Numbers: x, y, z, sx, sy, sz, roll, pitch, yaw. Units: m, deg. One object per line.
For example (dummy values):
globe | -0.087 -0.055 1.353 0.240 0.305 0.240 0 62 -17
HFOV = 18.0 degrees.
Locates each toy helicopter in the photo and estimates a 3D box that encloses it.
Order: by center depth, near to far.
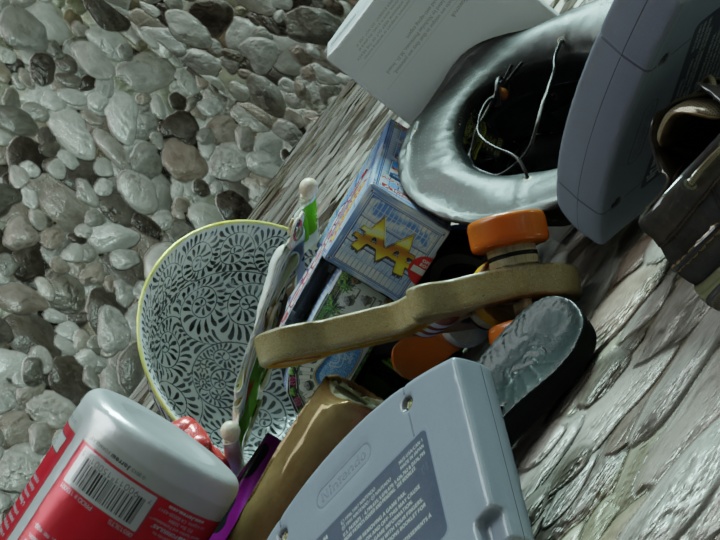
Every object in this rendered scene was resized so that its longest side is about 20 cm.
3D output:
toy helicopter | 0.035 0.027 1.359 0.199 0.079 0.132 -13 -8 8

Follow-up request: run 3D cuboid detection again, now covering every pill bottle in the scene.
pill bottle | -0.170 0.182 1.374 0.201 0.112 0.112 -56 7 2

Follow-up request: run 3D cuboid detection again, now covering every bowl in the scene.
bowl | -0.086 0.073 1.700 0.201 0.200 0.094 -58 4 -34

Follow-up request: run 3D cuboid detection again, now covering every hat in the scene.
hat | 0.127 -0.077 1.408 0.200 0.081 0.201 -22 37 17

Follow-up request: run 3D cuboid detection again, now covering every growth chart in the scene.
growth chart | -0.062 0.046 1.564 0.145 0.018 0.201 77 -150 -77

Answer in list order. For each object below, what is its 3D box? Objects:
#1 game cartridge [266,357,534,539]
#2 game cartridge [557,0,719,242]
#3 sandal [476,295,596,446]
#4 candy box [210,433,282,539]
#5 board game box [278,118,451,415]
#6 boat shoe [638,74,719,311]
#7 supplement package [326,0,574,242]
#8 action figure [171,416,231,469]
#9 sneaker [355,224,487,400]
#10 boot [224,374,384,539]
game cartridge | 0.011 0.143 1.157 0.200 0.041 0.134 -48 33 33
game cartridge | 0.162 -0.105 1.178 0.133 0.042 0.200 -34 -25 -27
sandal | 0.045 0.088 1.239 0.201 0.048 0.075 -51 34 -8
candy box | -0.104 0.224 1.538 0.200 0.061 0.137 -55 2 36
board game box | 0.000 0.000 1.483 0.201 0.061 0.200 -60 3 1
boat shoe | 0.184 -0.065 1.106 0.075 0.073 0.200 -47 9 36
supplement package | 0.089 -0.132 1.532 0.120 0.200 0.121 -52 6 7
action figure | -0.126 0.147 1.567 0.052 0.066 0.200 -32 -10 -24
sneaker | 0.047 0.045 1.526 0.200 0.070 0.083 -53 14 40
boot | -0.059 0.158 1.344 0.201 0.066 0.175 -58 -5 4
